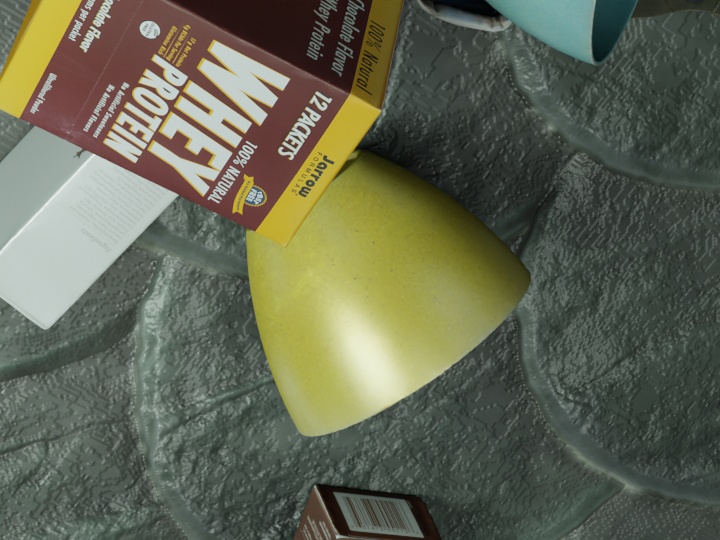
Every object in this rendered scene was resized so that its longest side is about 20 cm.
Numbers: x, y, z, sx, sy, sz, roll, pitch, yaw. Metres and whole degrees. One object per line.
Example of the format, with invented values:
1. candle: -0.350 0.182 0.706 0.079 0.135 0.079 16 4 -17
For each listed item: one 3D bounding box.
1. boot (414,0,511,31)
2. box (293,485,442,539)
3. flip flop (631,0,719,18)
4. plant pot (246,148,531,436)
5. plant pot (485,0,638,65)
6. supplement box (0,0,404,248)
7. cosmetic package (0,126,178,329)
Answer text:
1. boot: 0.029 -0.231 1.348 0.199 0.096 0.074 25 123 -30
2. box: -0.017 0.278 1.659 0.100 0.075 0.201 8 118 -24
3. flip flop: 0.249 -0.217 1.471 0.199 0.058 0.081 0 125 -2
4. plant pot: 0.000 0.000 1.446 0.199 0.200 0.142 -34 100 2
5. plant pot: 0.116 -0.244 1.280 0.134 0.200 0.201 19 118 14
6. supplement box: -0.089 -0.160 1.247 0.199 0.198 0.133 26 133 -13
7. cosmetic package: -0.177 -0.069 1.378 0.200 0.102 0.074 -44 123 8
